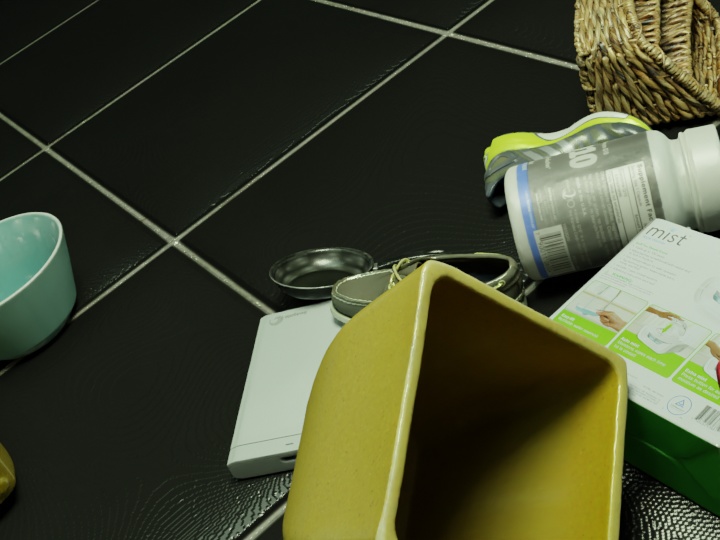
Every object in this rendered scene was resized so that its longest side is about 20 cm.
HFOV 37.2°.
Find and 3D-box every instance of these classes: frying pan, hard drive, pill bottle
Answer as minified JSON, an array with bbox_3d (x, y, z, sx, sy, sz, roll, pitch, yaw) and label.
[{"bbox_3d":[-0.007,-0.005,1.164,0.187,0.031,0.115,-12,23,-17],"label":"frying pan"},{"bbox_3d":[-0.053,0.109,1.054,0.130,0.027,0.202,-13,37,17],"label":"hard drive"},{"bbox_3d":[0.245,-0.066,1.012,0.197,0.115,0.115,-13,37,17],"label":"pill bottle"}]

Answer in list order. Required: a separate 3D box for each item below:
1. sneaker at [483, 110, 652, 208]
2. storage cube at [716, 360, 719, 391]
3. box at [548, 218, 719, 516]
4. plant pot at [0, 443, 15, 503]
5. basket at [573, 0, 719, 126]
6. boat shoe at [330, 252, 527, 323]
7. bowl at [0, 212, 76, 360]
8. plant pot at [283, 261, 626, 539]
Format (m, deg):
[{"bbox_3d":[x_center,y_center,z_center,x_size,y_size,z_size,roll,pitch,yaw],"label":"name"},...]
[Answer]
[{"bbox_3d":[0.218,-0.106,1.129,0.197,0.074,0.082,-11,43,32],"label":"sneaker"},{"bbox_3d":[0.328,0.153,0.634,0.197,0.172,0.181,-14,37,16],"label":"storage cube"},{"bbox_3d":[0.263,0.067,0.847,0.176,0.097,0.199,-39,37,-19],"label":"box"},{"bbox_3d":[-0.466,0.190,1.078,0.198,0.197,0.195,16,52,35],"label":"plant pot"},{"bbox_3d":[0.325,-0.268,1.191,0.147,0.144,0.202,-7,39,25],"label":"basket"},{"bbox_3d":[0.062,0.016,1.048,0.198,0.061,0.073,-1,42,17],"label":"boat shoe"},{"bbox_3d":[-0.431,0.033,1.319,0.198,0.106,0.202,-17,36,13],"label":"bowl"},{"bbox_3d":[0.049,0.143,0.769,0.199,0.192,0.198,-27,44,50],"label":"plant pot"}]
